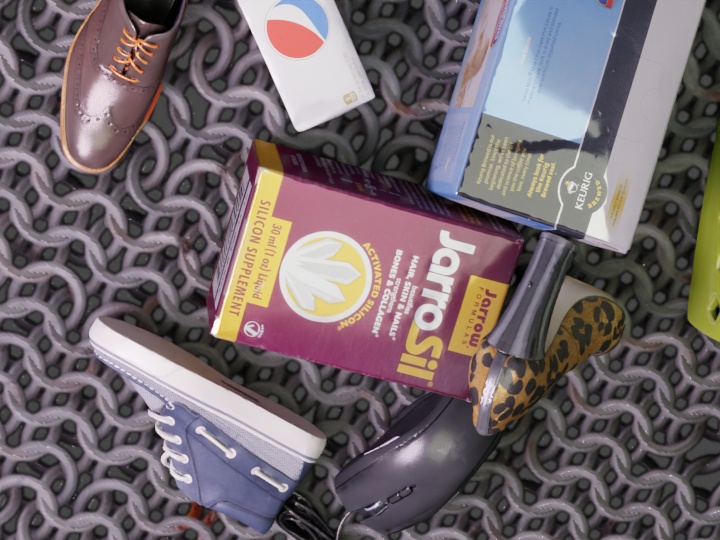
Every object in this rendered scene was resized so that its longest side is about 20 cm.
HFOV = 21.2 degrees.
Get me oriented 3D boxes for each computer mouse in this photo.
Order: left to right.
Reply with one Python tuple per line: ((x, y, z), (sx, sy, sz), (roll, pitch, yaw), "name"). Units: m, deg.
((0.042, 0.184, 1.453), (0.199, 0.046, 0.141), (-36, 108, 21), "computer mouse")

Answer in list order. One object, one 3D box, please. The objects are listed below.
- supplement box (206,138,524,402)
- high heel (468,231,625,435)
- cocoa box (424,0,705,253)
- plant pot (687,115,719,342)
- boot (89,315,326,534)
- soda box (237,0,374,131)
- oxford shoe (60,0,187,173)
((0.000, 0.000, 1.390), (0.198, 0.103, 0.132), (14, 103, -10), "supplement box")
((0.128, 0.069, 1.378), (0.071, 0.200, 0.143), (20, 78, 24), "high heel")
((0.140, -0.129, 1.334), (0.130, 0.133, 0.202), (17, 92, -8), "cocoa box")
((0.362, -0.022, 1.380), (0.197, 0.182, 0.202), (5, 104, -6), "plant pot")
((-0.128, 0.117, 1.425), (0.199, 0.073, 0.091), (31, 95, -14), "boot")
((-0.058, -0.203, 1.345), (0.063, 0.068, 0.201), (-24, 106, 2), "soda box")
((-0.164, -0.159, 1.344), (0.071, 0.073, 0.201), (18, 104, -11), "oxford shoe")
